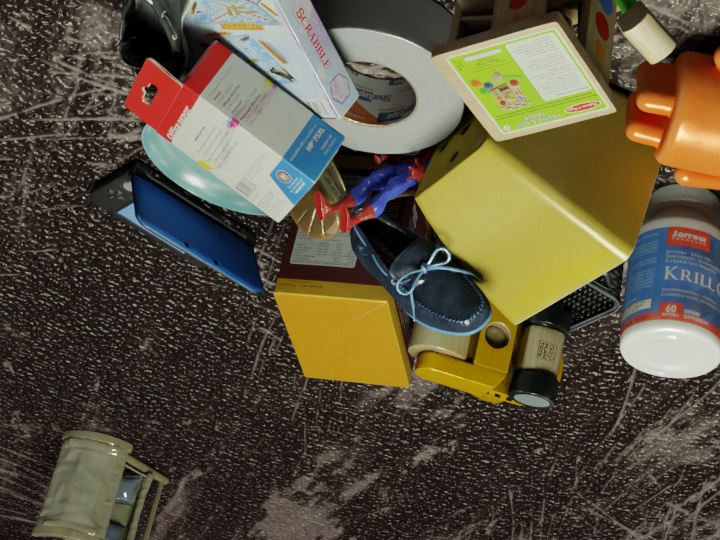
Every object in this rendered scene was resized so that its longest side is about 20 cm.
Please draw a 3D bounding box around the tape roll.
[{"bbox_3d":[0.014,-0.206,1.446,0.200,0.066,0.201,9,148,5],"label":"tape roll"}]

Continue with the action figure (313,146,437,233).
[{"bbox_3d":[0.043,-0.103,1.514,0.065,0.200,0.052,25,130,42],"label":"action figure"}]

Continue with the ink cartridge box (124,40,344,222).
[{"bbox_3d":[-0.128,-0.148,1.393,0.200,0.067,0.116,37,152,-7],"label":"ink cartridge box"}]

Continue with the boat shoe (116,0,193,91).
[{"bbox_3d":[-0.207,-0.228,1.369,0.074,0.066,0.199,38,150,0],"label":"boat shoe"}]

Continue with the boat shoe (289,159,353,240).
[{"bbox_3d":[-0.071,-0.130,1.540,0.073,0.063,0.201,-21,96,31],"label":"boat shoe"}]

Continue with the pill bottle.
[{"bbox_3d":[0.349,0.007,1.541,0.112,0.201,0.112,9,149,5],"label":"pill bottle"}]

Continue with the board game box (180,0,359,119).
[{"bbox_3d":[-0.124,-0.239,1.376,0.200,0.041,0.200,6,138,40],"label":"board game box"}]

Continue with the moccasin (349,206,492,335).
[{"bbox_3d":[0.051,0.001,1.470,0.200,0.080,0.068,32,159,35],"label":"moccasin"}]

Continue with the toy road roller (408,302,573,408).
[{"bbox_3d":[0.146,0.095,1.660,0.199,0.123,0.146,18,160,-11],"label":"toy road roller"}]

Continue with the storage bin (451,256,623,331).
[{"bbox_3d":[0.210,0.008,1.696,0.135,0.094,0.200,29,146,-25],"label":"storage bin"}]

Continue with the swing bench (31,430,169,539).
[{"bbox_3d":[-0.462,0.417,2.494,0.129,0.199,0.200,-2,147,22],"label":"swing bench"}]

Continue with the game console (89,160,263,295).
[{"bbox_3d":[-0.235,-0.035,1.760,0.200,0.119,0.170,34,143,-30],"label":"game console"}]

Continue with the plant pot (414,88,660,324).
[{"bbox_3d":[0.177,-0.098,1.458,0.176,0.200,0.200,35,144,-13],"label":"plant pot"}]

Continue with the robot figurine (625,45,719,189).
[{"bbox_3d":[0.363,-0.147,1.370,0.199,0.144,0.117,11,-173,1],"label":"robot figurine"}]

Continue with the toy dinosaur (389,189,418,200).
[{"bbox_3d":[0.112,-0.077,1.572,0.199,0.101,0.058,19,105,-18],"label":"toy dinosaur"}]

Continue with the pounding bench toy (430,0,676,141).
[{"bbox_3d":[0.189,-0.233,1.251,0.199,0.156,0.124,-11,141,34],"label":"pounding bench toy"}]

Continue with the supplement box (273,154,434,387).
[{"bbox_3d":[0.000,0.000,1.652,0.132,0.201,0.197,5,148,13],"label":"supplement box"}]

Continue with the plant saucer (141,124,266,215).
[{"bbox_3d":[-0.160,-0.131,1.641,0.200,0.027,0.200,18,156,8],"label":"plant saucer"}]
